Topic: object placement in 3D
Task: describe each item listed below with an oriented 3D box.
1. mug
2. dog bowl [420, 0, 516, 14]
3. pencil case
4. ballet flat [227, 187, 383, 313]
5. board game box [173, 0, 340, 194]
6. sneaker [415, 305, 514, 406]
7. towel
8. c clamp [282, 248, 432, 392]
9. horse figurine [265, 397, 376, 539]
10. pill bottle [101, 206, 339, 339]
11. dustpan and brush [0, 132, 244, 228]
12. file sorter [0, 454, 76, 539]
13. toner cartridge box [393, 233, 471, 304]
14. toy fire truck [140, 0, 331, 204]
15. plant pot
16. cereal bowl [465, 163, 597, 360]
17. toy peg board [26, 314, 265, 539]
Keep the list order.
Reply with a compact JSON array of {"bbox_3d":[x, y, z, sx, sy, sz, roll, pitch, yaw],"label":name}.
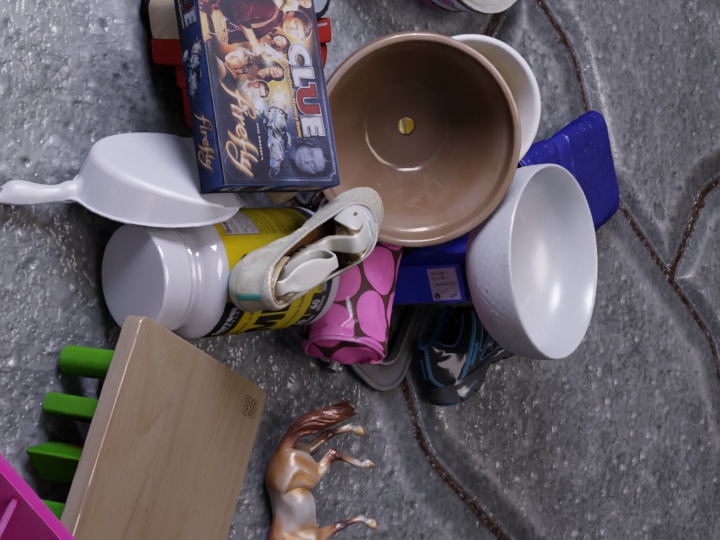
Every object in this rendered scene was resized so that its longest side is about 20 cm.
[{"bbox_3d":[0.085,-0.164,1.356,0.187,0.153,0.149,-45,105,3],"label":"mug"},{"bbox_3d":[0.108,-0.384,1.450,0.200,0.074,0.201,4,85,-46],"label":"dog bowl"},{"bbox_3d":[0.000,0.000,1.275,0.094,0.091,0.201,32,56,-36],"label":"pencil case"},{"bbox_3d":[-0.030,-0.014,1.121,0.200,0.062,0.068,-36,119,-38],"label":"ballet flat"},{"bbox_3d":[-0.089,-0.168,1.099,0.135,0.035,0.201,-5,84,-46],"label":"board game box"},{"bbox_3d":[0.136,0.066,1.440,0.200,0.073,0.082,-44,118,-39],"label":"sneaker"},{"bbox_3d":[0.250,-0.103,1.596,0.200,0.049,0.148,-32,116,-43],"label":"towel"},{"bbox_3d":[0.016,0.036,1.352,0.171,0.027,0.201,49,54,-33],"label":"c clamp"},{"bbox_3d":[-0.047,0.222,1.248,0.132,0.050,0.201,-4,98,-29],"label":"horse figurine"},{"bbox_3d":[-0.124,0.002,1.151,0.199,0.114,0.115,-5,90,-45],"label":"pill bottle"},{"bbox_3d":[-0.215,-0.073,1.082,0.199,0.140,0.057,6,119,-30],"label":"dustpan and brush"},{"bbox_3d":[-0.306,0.213,0.898,0.200,0.138,0.126,57,24,-26],"label":"file sorter"},{"bbox_3d":[0.119,-0.013,1.394,0.200,0.095,0.043,-27,111,-52],"label":"toner cartridge box"},{"bbox_3d":[-0.097,-0.175,1.201,0.176,0.128,0.201,-21,113,-45],"label":"toy fire truck"},{"bbox_3d":[0.048,-0.130,1.230,0.200,0.093,0.202,-2,106,-5],"label":"plant pot"},{"bbox_3d":[0.165,-0.008,1.305,0.200,0.083,0.201,1,89,-56],"label":"cereal bowl"},{"bbox_3d":[-0.194,0.162,1.097,0.199,0.097,0.201,41,60,-54],"label":"toy peg board"}]
